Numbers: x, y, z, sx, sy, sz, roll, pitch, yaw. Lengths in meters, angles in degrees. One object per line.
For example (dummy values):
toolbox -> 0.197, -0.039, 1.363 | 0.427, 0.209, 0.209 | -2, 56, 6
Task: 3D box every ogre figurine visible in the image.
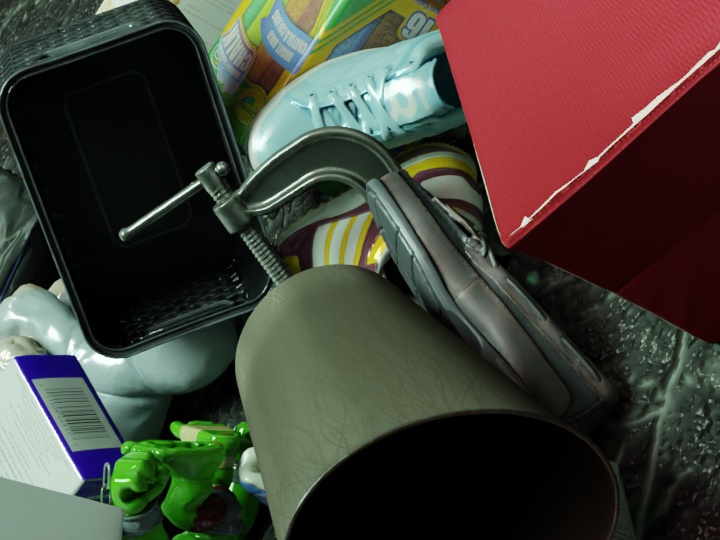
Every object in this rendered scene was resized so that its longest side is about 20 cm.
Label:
ogre figurine -> -0.110, 0.166, 1.071 | 0.200, 0.097, 0.121 | -73, -12, -88

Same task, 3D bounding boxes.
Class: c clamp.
c clamp -> -0.025, -0.002, 1.034 | 0.170, 0.200, 0.027 | -38, 11, 19

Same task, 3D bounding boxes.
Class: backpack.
backpack -> -0.303, 0.012, 1.372 | 0.153, 0.191, 0.201 | 31, 85, 15

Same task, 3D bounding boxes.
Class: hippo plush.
hippo plush -> -0.174, 0.057, 1.209 | 0.161, 0.158, 0.201 | -40, 43, 32

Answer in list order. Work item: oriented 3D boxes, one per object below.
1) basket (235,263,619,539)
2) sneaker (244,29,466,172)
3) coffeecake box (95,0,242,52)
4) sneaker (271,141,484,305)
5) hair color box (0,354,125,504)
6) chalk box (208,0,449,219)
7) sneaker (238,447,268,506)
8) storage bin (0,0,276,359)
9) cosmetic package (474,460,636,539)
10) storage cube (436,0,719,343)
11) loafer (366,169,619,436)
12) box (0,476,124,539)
basket -> 0.014, 0.087, 0.878 | 0.200, 0.178, 0.137 | -129, 43, -58
sneaker -> 0.019, -0.112, 1.041 | 0.198, 0.075, 0.082 | -26, 5, -5
coffeecake box -> -0.093, -0.216, 1.261 | 0.201, 0.153, 0.073 | -54, 38, 15
sneaker -> 0.000, 0.000, 1.090 | 0.200, 0.075, 0.091 | -39, 38, 33
hair color box -> -0.245, 0.165, 1.145 | 0.200, 0.065, 0.110 | -49, 61, 25
chalk box -> -0.026, -0.133, 1.155 | 0.201, 0.123, 0.125 | -54, 37, 17
sneaker -> 0.006, 0.103, 1.023 | 0.200, 0.077, 0.076 | -39, 42, 29
storage bin -> -0.148, -0.062, 1.078 | 0.134, 0.202, 0.094 | -20, 21, -7
cosmetic package -> 0.066, 0.183, 0.925 | 0.200, 0.050, 0.083 | -39, 43, 33
storage cube -> 0.170, -0.102, 0.849 | 0.180, 0.170, 0.201 | -43, 42, 30
loafer -> 0.075, 0.018, 0.955 | 0.063, 0.072, 0.201 | -29, 68, -9
box -> -0.229, 0.220, 0.989 | 0.200, 0.097, 0.126 | -41, 38, 49
